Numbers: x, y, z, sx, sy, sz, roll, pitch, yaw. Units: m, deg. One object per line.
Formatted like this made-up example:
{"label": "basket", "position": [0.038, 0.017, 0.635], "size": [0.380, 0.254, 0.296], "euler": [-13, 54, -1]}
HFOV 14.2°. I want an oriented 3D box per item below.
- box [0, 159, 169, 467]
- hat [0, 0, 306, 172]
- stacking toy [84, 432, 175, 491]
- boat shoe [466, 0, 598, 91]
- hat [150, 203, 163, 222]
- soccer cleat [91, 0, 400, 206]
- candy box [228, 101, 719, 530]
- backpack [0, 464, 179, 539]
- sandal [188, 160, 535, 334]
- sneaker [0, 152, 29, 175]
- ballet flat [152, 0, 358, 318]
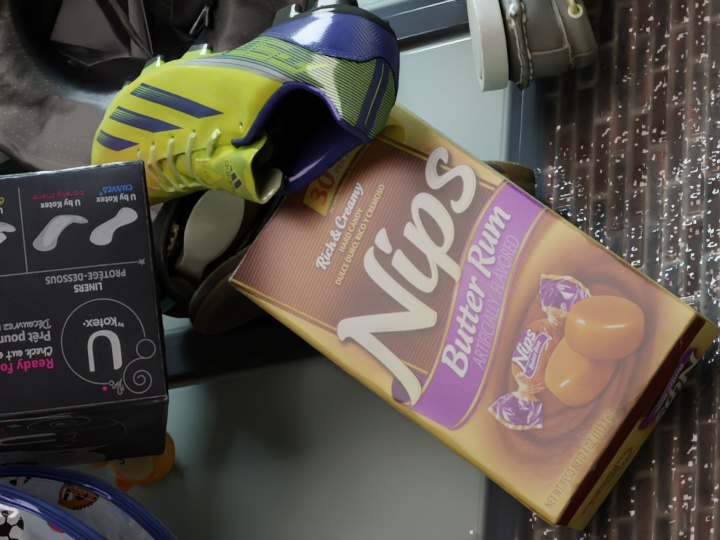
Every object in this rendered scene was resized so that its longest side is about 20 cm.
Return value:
{"label": "box", "position": [-0.161, 0.031, 1.375], "size": [0.131, 0.200, 0.116], "euler": [-7, 79, -6]}
{"label": "hat", "position": [-0.119, -0.144, 1.468], "size": [0.199, 0.081, 0.202], "euler": [1, 96, 8]}
{"label": "stacking toy", "position": [-0.182, 0.070, 1.517], "size": [0.199, 0.110, 0.117], "euler": [20, 85, 26]}
{"label": "boat shoe", "position": [0.079, -0.169, 1.449], "size": [0.060, 0.072, 0.203], "euler": [-6, 47, 1]}
{"label": "hat", "position": [-0.126, -0.120, 1.566], "size": [0.200, 0.081, 0.202], "euler": [-16, 60, 30]}
{"label": "soccer cleat", "position": [-0.062, -0.063, 1.345], "size": [0.200, 0.065, 0.084], "euler": [-23, 49, 41]}
{"label": "candy box", "position": [0.051, 0.016, 1.336], "size": [0.200, 0.056, 0.117], "euler": [35, 94, 22]}
{"label": "backpack", "position": [-0.158, 0.178, 1.370], "size": [0.199, 0.191, 0.155], "euler": [-5, 49, 35]}
{"label": "sandal", "position": [0.000, 0.000, 1.427], "size": [0.199, 0.080, 0.054], "euler": [-21, 78, 23]}
{"label": "sneaker", "position": [-0.215, -0.049, 1.578], "size": [0.199, 0.106, 0.075], "euler": [-22, 55, 31]}
{"label": "ballet flat", "position": [-0.051, -0.064, 1.489], "size": [0.201, 0.068, 0.068], "euler": [-65, 7, 0]}
